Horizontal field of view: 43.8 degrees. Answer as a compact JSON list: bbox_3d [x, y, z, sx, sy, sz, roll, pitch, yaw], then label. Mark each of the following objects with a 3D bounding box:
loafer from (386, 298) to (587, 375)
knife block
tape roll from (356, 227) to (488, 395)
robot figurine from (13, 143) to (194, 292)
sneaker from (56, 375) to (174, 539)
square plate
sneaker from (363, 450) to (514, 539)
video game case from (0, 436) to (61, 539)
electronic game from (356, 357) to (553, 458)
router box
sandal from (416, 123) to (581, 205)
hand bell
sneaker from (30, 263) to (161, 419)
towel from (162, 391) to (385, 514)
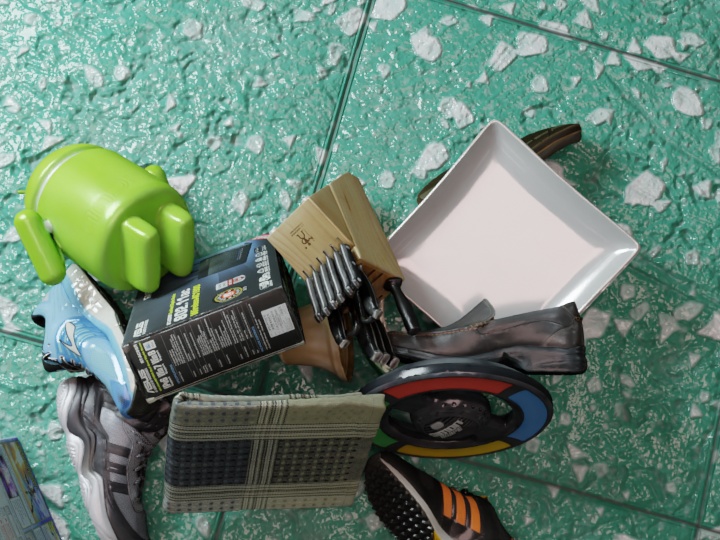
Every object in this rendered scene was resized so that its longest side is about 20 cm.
[{"bbox_3d":[0.121,0.064,0.880,0.199,0.073,0.073,2,80,-1],"label":"loafer"},{"bbox_3d":[0.000,0.000,0.889,0.064,0.200,0.176,-41,93,22],"label":"knife block"},{"bbox_3d":[0.092,0.041,0.962,0.200,0.048,0.201,1,81,-3],"label":"tape roll"},{"bbox_3d":[-0.253,-0.056,0.897,0.200,0.116,0.175,29,40,28],"label":"robot figurine"},{"bbox_3d":[-0.224,0.187,0.902,0.114,0.075,0.200,-21,81,-4],"label":"sneaker"},{"bbox_3d":[0.145,-0.016,0.917,0.200,0.028,0.198,42,96,2],"label":"square plate"},{"bbox_3d":[0.090,0.252,0.926,0.200,0.070,0.090,46,47,3],"label":"sneaker"},{"bbox_3d":[-0.329,0.257,0.833,0.045,0.181,0.200,-25,84,-6],"label":"video game case"},{"bbox_3d":[0.088,0.141,0.877,0.199,0.200,0.042,3,57,-4],"label":"electronic game"},{"bbox_3d":[-0.139,0.037,0.861,0.150,0.200,0.062,-22,108,-2],"label":"router box"},{"bbox_3d":[0.158,-0.104,0.984,0.200,0.082,0.055,-26,106,-14],"label":"sandal"},{"bbox_3d":[-0.113,0.075,0.934,0.199,0.104,0.104,-7,82,7],"label":"hand bell"},{"bbox_3d":[-0.265,0.084,0.890,0.090,0.078,0.200,-40,52,-8],"label":"sneaker"},{"bbox_3d":[-0.085,0.173,0.858,0.199,0.193,0.035,2,45,-13],"label":"towel"}]
